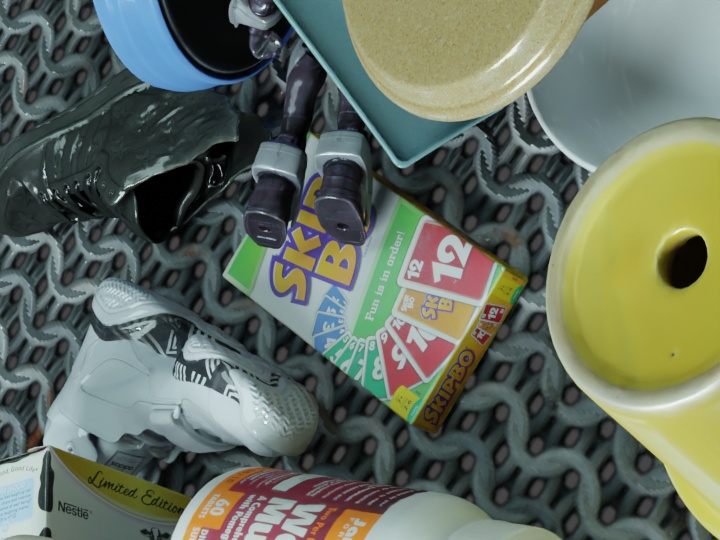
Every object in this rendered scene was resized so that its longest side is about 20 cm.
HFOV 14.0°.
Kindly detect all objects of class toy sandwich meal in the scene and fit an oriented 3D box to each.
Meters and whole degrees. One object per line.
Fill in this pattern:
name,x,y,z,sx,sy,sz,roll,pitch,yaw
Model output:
toy sandwich meal,0.073,-0.167,1.452,0.205,0.070,0.206,-13,72,44

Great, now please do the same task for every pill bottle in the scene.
pill bottle,0.007,0.159,1.432,0.200,0.109,0.110,4,75,44

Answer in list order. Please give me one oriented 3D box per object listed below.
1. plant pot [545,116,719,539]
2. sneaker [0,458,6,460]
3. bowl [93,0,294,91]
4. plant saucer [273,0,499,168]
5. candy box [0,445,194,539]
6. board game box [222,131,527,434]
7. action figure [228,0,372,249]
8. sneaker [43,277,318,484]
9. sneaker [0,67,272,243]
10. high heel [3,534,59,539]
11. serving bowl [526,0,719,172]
plant pot,0.187,0.024,1.265,0.201,0.189,0.201,-19,60,36
sneaker,-0.183,0.191,1.619,0.070,0.080,0.201,-36,53,24
bowl,-0.080,-0.197,1.608,0.039,0.201,0.201,9,78,28
plant saucer,-0.009,-0.143,1.531,0.070,0.019,0.200,-31,74,-16
candy box,-0.138,0.207,1.529,0.061,0.136,0.200,-20,61,35
board game box,0.000,0.000,1.568,0.200,0.030,0.096,37,98,48
action figure,-0.014,-0.113,1.567,0.130,0.069,0.200,5,70,19
sneaker,-0.103,0.087,1.594,0.200,0.075,0.115,31,95,51
sneaker,-0.140,-0.054,1.695,0.200,0.060,0.104,-36,47,23
high heel,-0.111,0.213,1.473,0.067,0.200,0.096,-51,-5,-21
serving bowl,0.175,-0.128,1.428,0.200,0.066,0.200,-20,60,37
